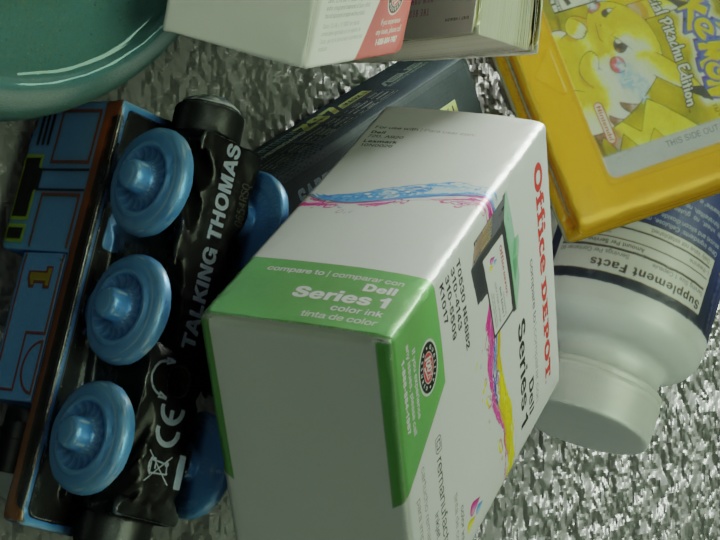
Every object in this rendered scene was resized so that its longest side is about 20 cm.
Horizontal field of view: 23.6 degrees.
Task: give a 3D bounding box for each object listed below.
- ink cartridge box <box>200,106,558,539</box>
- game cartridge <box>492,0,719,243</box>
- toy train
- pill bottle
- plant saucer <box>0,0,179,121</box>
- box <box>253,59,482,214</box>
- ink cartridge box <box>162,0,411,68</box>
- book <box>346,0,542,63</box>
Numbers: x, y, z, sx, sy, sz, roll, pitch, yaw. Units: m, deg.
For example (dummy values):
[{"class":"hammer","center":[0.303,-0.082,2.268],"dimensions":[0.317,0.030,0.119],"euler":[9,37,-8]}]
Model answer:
[{"class":"ink cartridge box","center":[0.018,0.035,0.749],"dimensions":[0.200,0.084,0.145],"euler":[-52,142,-53]},{"class":"game cartridge","center":[0.170,-0.126,0.956],"dimensions":[0.199,0.032,0.177],"euler":[-19,83,-19]},{"class":"toy train","center":[-0.101,0.022,0.733],"dimensions":[0.087,0.114,0.201],"euler":[23,75,-46]},{"class":"pill bottle","center":[0.155,-0.001,0.998],"dimensions":[0.111,0.111,0.201],"euler":[36,67,-40]},{"class":"plant saucer","center":[-0.125,-0.150,0.669],"dimensions":[0.199,0.027,0.201],"euler":[-17,121,-31]},{"class":"box","center":[0.000,0.000,0.882],"dimensions":[0.200,0.051,0.158],"euler":[-37,118,-38]},{"class":"ink cartridge box","center":[-0.011,-0.189,0.694],"dimensions":[0.116,0.067,0.201],"euler":[-26,130,-67]},{"class":"book","center":[0.032,-0.206,0.850],"dimensions":[0.048,0.133,0.201],"euler":[9,86,-45]}]
